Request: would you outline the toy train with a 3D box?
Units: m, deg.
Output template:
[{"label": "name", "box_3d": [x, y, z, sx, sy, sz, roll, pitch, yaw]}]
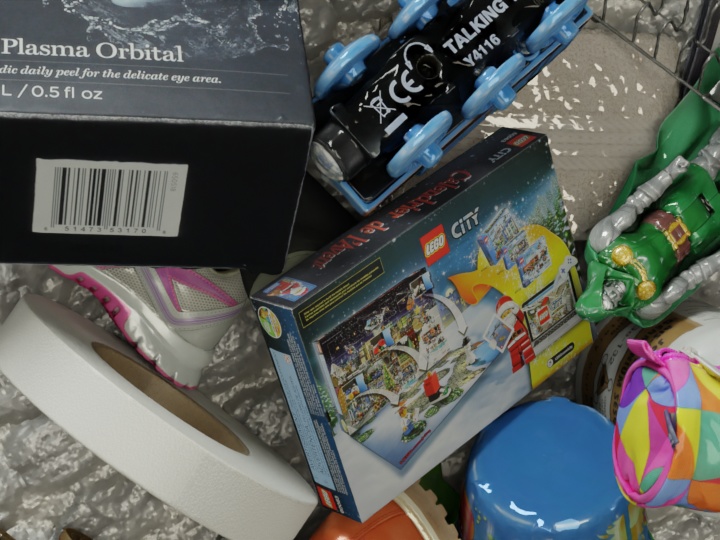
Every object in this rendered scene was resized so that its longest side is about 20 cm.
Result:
[{"label": "toy train", "box_3d": [0.046, -0.112, 1.048, 0.200, 0.114, 0.087, -43, 84, -15]}]

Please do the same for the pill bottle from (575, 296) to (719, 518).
[{"label": "pill bottle", "box_3d": [0.208, 0.083, 1.110, 0.113, 0.200, 0.115, -2, 98, -11]}]

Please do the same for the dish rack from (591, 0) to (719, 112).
[{"label": "dish rack", "box_3d": [0.208, -0.182, 1.109, 0.200, 0.055, 0.154, 39, 88, 15]}]

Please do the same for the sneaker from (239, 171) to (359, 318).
[{"label": "sneaker", "box_3d": [0.000, 0.000, 1.117, 0.075, 0.107, 0.200, -40, 140, 18]}]

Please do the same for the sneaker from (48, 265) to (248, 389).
[{"label": "sneaker", "box_3d": [-0.140, -0.028, 1.087, 0.088, 0.081, 0.200, -46, 113, -4]}]

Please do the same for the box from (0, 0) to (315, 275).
[{"label": "box", "box_3d": [-0.136, -0.112, 0.999, 0.195, 0.201, 0.118, 1, 140, -13]}]

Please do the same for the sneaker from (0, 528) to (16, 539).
[{"label": "sneaker", "box_3d": [-0.288, 0.154, 1.084, 0.200, 0.067, 0.090, 37, 92, -13]}]

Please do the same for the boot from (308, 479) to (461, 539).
[{"label": "boot", "box_3d": [0.032, 0.223, 1.070, 0.107, 0.075, 0.201, -34, 91, -38]}]

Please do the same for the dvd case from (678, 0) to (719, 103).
[{"label": "dvd case", "box_3d": [0.288, -0.077, 1.199, 0.198, 0.016, 0.150, 14, 96, -14]}]

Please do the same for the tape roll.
[{"label": "tape roll", "box_3d": [-0.113, 0.084, 1.044, 0.202, 0.203, 0.037, 36, 90, -15]}]

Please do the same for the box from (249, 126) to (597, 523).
[{"label": "box", "box_3d": [0.041, 0.027, 1.050, 0.199, 0.038, 0.137, -34, 120, -31]}]

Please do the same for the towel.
[{"label": "towel", "box_3d": [0.101, -0.084, 1.136, 0.198, 0.034, 0.134, 2, 87, -14]}]

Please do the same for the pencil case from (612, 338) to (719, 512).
[{"label": "pencil case", "box_3d": [0.228, 0.087, 0.970, 0.198, 0.088, 0.089, 7, 97, -14]}]

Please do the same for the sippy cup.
[{"label": "sippy cup", "box_3d": [0.112, 0.150, 1.109, 0.176, 0.140, 0.131, -1, 137, 5]}]

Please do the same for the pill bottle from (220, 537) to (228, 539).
[{"label": "pill bottle", "box_3d": [-0.018, 0.246, 1.134, 0.109, 0.109, 0.200, -43, 104, -3]}]

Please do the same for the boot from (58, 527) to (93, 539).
[{"label": "boot", "box_3d": [-0.168, 0.267, 1.132, 0.155, 0.077, 0.201, -34, 111, -1]}]

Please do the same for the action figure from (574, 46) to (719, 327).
[{"label": "action figure", "box_3d": [0.193, -0.032, 1.114, 0.200, 0.055, 0.118, -42, 97, -26]}]
